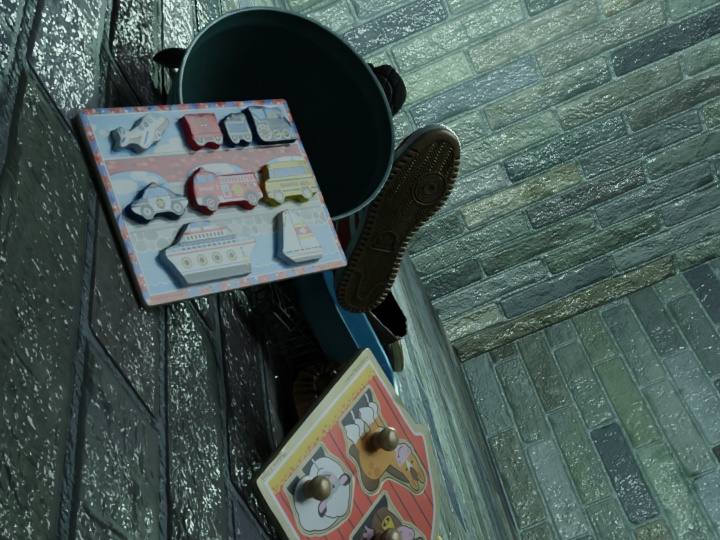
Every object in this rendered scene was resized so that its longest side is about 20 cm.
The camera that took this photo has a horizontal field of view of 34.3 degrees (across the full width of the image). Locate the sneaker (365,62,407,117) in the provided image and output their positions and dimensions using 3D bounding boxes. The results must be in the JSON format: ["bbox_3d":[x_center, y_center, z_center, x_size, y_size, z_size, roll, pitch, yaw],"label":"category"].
[{"bbox_3d":[-0.041,-0.130,1.150,0.074,0.200,0.081,61,6,1],"label":"sneaker"}]

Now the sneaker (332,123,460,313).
[{"bbox_3d":[0.019,-0.070,1.090,0.071,0.200,0.113,16,29,-26],"label":"sneaker"}]

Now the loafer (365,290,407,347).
[{"bbox_3d":[0.000,0.000,1.244,0.073,0.071,0.200,-57,131,-39],"label":"loafer"}]

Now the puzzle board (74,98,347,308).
[{"bbox_3d":[-0.104,-0.059,0.882,0.200,0.017,0.151,-12,76,-45],"label":"puzzle board"}]

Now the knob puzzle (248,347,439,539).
[{"bbox_3d":[0.014,0.193,0.959,0.220,0.030,0.220,16,68,-45],"label":"knob puzzle"}]

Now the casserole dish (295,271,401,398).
[{"bbox_3d":[-0.015,0.063,1.162,0.121,0.039,0.200,-96,160,-67],"label":"casserole dish"}]

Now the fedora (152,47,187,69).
[{"bbox_3d":[-0.120,-0.172,1.199,0.201,0.200,0.092,-79,179,-79],"label":"fedora"}]

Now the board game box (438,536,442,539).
[{"bbox_3d":[0.049,0.231,1.423,0.200,0.026,0.200,-116,-173,-53],"label":"board game box"}]

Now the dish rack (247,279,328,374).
[{"bbox_3d":[-0.078,0.029,1.183,0.200,0.055,0.154,55,12,-55],"label":"dish rack"}]

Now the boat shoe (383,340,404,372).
[{"bbox_3d":[-0.001,0.083,1.402,0.200,0.065,0.072,-145,-133,-70],"label":"boat shoe"}]

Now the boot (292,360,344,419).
[{"bbox_3d":[-0.020,0.182,1.058,0.200,0.075,0.107,-91,171,-59],"label":"boot"}]

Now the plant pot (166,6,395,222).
[{"bbox_3d":[-0.089,-0.111,1.028,0.134,0.200,0.200,-35,-106,54],"label":"plant pot"}]
